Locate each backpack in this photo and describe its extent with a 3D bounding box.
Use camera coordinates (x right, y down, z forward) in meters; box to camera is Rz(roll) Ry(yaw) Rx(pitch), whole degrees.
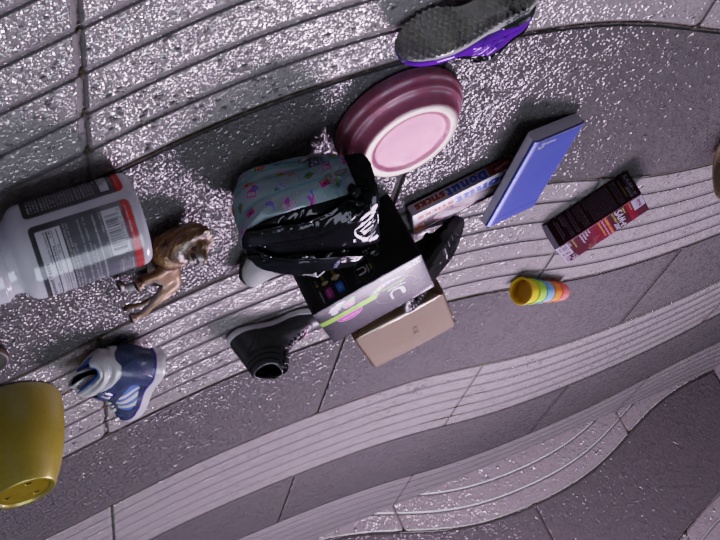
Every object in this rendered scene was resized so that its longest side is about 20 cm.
[{"bbox_3d":[-0.076,-0.081,1.405,0.196,0.128,0.168,-13,144,-5],"label":"backpack"}]

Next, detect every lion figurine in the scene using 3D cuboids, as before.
[{"bbox_3d":[-0.280,-0.001,1.458,0.121,0.073,0.200,-30,174,-28],"label":"lion figurine"}]

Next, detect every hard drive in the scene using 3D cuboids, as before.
[{"bbox_3d":[0.287,-0.166,1.716,0.131,0.025,0.201,-25,153,-36],"label":"hard drive"}]

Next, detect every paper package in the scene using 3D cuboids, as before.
[{"bbox_3d":[0.068,0.076,1.916,0.188,0.105,0.200,-28,157,1],"label":"paper package"}]

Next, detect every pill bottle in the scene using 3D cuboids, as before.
[{"bbox_3d":[-0.360,-0.035,1.230,0.197,0.117,0.116,-19,155,-17],"label":"pill bottle"}]

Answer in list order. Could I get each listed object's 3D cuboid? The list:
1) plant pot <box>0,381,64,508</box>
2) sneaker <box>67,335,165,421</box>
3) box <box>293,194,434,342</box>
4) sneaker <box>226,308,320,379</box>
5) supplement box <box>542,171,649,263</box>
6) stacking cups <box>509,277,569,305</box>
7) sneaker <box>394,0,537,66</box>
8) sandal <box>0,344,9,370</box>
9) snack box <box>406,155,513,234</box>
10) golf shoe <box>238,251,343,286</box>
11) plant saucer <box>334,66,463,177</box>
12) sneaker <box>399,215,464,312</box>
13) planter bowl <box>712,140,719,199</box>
[{"bbox_3d":[-0.555,0.292,1.636,0.197,0.144,0.201,-23,156,-11],"label":"plant pot"},{"bbox_3d":[-0.414,0.184,1.665,0.144,0.082,0.200,2,147,-34],"label":"sneaker"},{"bbox_3d":[0.000,0.000,1.670,0.198,0.126,0.149,-30,156,2],"label":"box"},{"bbox_3d":[-0.132,0.136,1.827,0.197,0.100,0.071,-16,152,-28],"label":"sneaker"},{"bbox_3d":[0.470,-0.104,2.038,0.198,0.062,0.109,-35,155,13],"label":"supplement box"},{"bbox_3d":[0.403,0.042,2.273,0.060,0.061,0.198,-42,157,31],"label":"stacking cups"},{"bbox_3d":[0.137,-0.294,1.301,0.197,0.070,0.100,-24,158,-8],"label":"sneaker"},{"bbox_3d":[-0.571,0.129,1.404,0.081,0.055,0.199,-35,155,17],"label":"sandal"},{"bbox_3d":[0.171,-0.127,1.720,0.197,0.025,0.072,-27,156,-5],"label":"snack box"},{"bbox_3d":[-0.105,-0.019,1.560,0.199,0.096,0.077,-38,155,25],"label":"golf shoe"},{"bbox_3d":[0.061,-0.198,1.434,0.197,0.051,0.202,-24,156,-11],"label":"plant saucer"},{"bbox_3d":[0.096,-0.033,1.783,0.201,0.113,0.077,-52,155,-14],"label":"sneaker"},{"bbox_3d":[0.787,-0.202,2.052,0.132,0.204,0.201,2,154,2],"label":"planter bowl"}]
